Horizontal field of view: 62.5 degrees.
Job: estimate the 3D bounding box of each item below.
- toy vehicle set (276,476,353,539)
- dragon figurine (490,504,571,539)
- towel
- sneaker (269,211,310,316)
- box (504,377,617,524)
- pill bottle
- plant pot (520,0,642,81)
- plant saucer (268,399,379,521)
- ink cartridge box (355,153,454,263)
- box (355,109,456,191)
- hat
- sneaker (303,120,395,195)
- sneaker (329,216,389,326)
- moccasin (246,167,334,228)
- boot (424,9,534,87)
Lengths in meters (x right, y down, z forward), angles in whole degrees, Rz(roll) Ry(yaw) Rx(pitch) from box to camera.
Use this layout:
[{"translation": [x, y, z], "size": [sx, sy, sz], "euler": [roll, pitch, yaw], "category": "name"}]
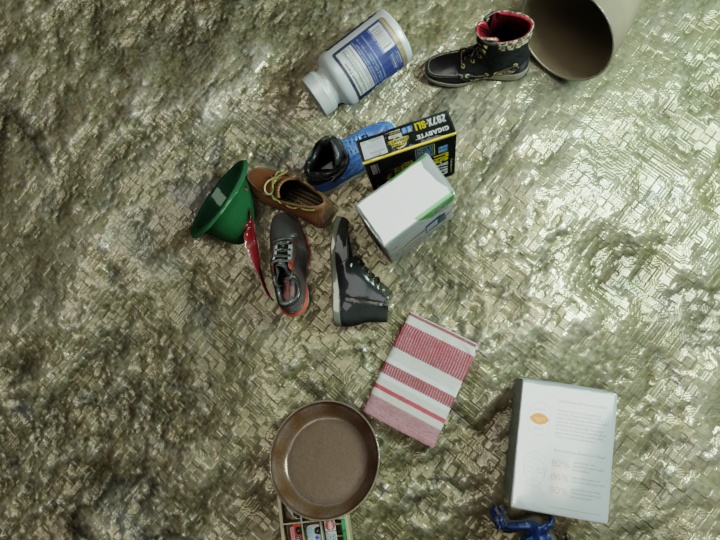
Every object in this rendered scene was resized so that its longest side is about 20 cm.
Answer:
[{"translation": [-0.076, 0.473, 1.050], "size": [0.123, 0.027, 0.203], "euler": [-10, 81, 6], "category": "toy vehicle set"}, {"translation": [0.300, 0.461, 0.983], "size": [0.099, 0.059, 0.201], "euler": [-37, 78, 1], "category": "dragon figurine"}, {"translation": [0.108, 0.195, 1.069], "size": [0.143, 0.023, 0.202], "euler": [25, 84, 13], "category": "towel"}, {"translation": [-0.134, -0.019, 1.100], "size": [0.076, 0.082, 0.203], "euler": [-12, 77, 7], "category": "sneaker"}, {"translation": [0.326, 0.289, 0.980], "size": [0.150, 0.106, 0.203], "euler": [7, 83, 9], "category": "box"}, {"translation": [-0.010, -0.386, 1.122], "size": [0.199, 0.111, 0.111], "euler": [-37, 79, 1], "category": "pill bottle"}, {"translation": [0.420, -0.478, 1.056], "size": [0.187, 0.188, 0.200], "euler": [41, 75, 11], "category": "plant pot"}, {"translation": [-0.062, 0.333, 1.046], "size": [0.198, 0.037, 0.203], "euler": [-4, 65, 8], "category": "plant saucer"}, {"translation": [0.080, -0.099, 1.024], "size": [0.145, 0.200, 0.088], "euler": [-36, 82, 1], "category": "ink cartridge box"}, {"translation": [0.085, -0.195, 1.037], "size": [0.158, 0.200, 0.050], "euler": [-19, 78, 4], "category": "box"}, {"translation": [-0.211, -0.080, 1.142], "size": [0.175, 0.165, 0.201], "euler": [36, 75, -26], "category": "hat"}, {"translation": [-0.018, -0.221, 1.099], "size": [0.199, 0.111, 0.077], "euler": [-32, 79, 2], "category": "sneaker"}, {"translation": [0.000, 0.000, 1.091], "size": [0.105, 0.075, 0.203], "euler": [-2, 90, 3], "category": "sneaker"}, {"translation": [-0.138, -0.146, 1.106], "size": [0.201, 0.078, 0.074], "euler": [35, 70, 29], "category": "moccasin"}, {"translation": [0.214, -0.397, 1.072], "size": [0.197, 0.151, 0.074], "euler": [2, 82, 8], "category": "boot"}]
